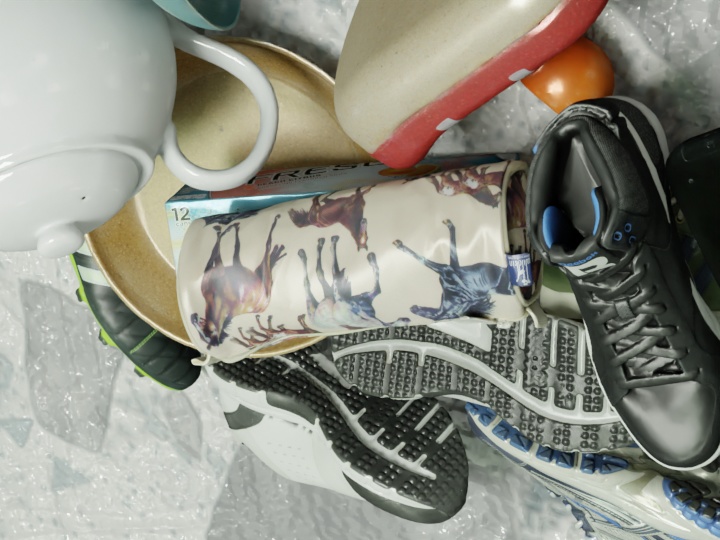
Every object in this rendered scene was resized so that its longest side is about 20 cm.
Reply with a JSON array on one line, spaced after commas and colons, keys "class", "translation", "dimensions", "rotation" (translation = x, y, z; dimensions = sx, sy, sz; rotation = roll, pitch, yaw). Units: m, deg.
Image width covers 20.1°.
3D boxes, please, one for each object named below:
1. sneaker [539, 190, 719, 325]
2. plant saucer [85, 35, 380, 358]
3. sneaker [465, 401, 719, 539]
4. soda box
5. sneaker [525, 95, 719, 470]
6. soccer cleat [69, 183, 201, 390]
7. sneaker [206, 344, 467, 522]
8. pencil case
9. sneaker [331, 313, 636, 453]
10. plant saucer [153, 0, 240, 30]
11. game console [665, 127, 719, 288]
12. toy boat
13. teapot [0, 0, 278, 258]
[{"class": "sneaker", "translation": [0.174, -0.022, 1.092], "dimensions": [0.200, 0.067, 0.090], "rotation": [-3, 117, 35]}, {"class": "plant saucer", "translation": [-0.073, -0.046, 1.225], "dimensions": [0.200, 0.035, 0.200], "rotation": [4, 109, 13]}, {"class": "sneaker", "translation": [0.146, 0.131, 1.184], "dimensions": [0.200, 0.077, 0.085], "rotation": [27, 132, 20]}, {"class": "soda box", "translation": [-0.007, -0.023, 1.162], "dimensions": [0.200, 0.064, 0.068], "rotation": [-3, 107, 13]}, {"class": "sneaker", "translation": [0.127, 0.012, 1.026], "dimensions": [0.073, 0.112, 0.200], "rotation": [-15, 89, 26]}, {"class": "soccer cleat", "translation": [-0.147, -0.016, 1.291], "dimensions": [0.081, 0.068, 0.200], "rotation": [-26, 99, 24]}, {"class": "sneaker", "translation": [-0.010, 0.103, 1.248], "dimensions": [0.200, 0.074, 0.080], "rotation": [30, 141, 36]}, {"class": "pencil case", "translation": [0.000, 0.000, 1.091], "dimensions": [0.200, 0.078, 0.090], "rotation": [-9, 80, 15]}, {"class": "sneaker", "translation": [0.086, 0.049, 1.156], "dimensions": [0.200, 0.080, 0.074], "rotation": [16, 102, 27]}, {"class": "plant saucer", "translation": [-0.119, -0.218, 1.089], "dimensions": [0.027, 0.200, 0.200], "rotation": [-21, 103, 12]}, {"class": "game console", "translation": [0.282, -0.014, 1.018], "dimensions": [0.176, 0.116, 0.200], "rotation": [-20, 101, 44]}, {"class": "toy boat", "translation": [0.081, -0.122, 1.084], "dimensions": [0.131, 0.131, 0.200], "rotation": [35, 132, -26]}, {"class": "teapot", "translation": [-0.178, -0.077, 1.115], "dimensions": [0.200, 0.197, 0.146], "rotation": [-30, 71, 26]}]
